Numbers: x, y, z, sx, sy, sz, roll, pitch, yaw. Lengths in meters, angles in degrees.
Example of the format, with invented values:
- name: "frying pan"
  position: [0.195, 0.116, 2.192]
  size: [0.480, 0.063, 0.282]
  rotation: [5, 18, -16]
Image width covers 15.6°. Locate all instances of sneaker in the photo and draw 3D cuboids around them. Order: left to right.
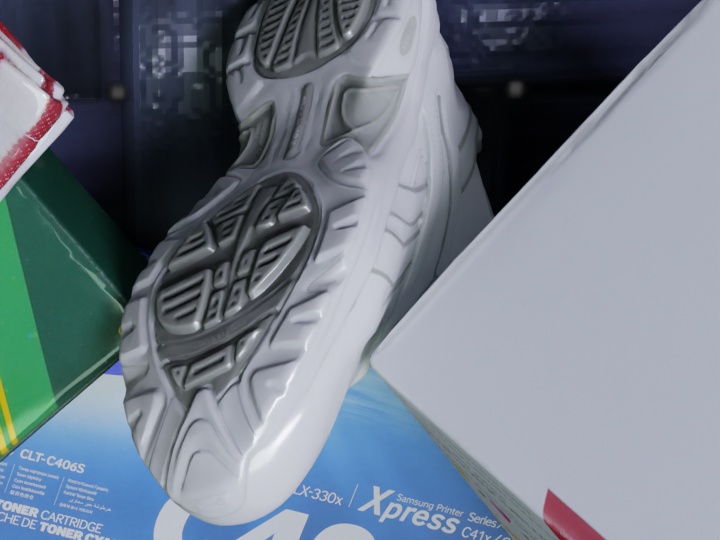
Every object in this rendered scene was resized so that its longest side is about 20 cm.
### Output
- name: "sneaker"
  position: [0.000, 0.000, 0.744]
  size: [0.078, 0.200, 0.099]
  rotation: [-12, 132, 34]

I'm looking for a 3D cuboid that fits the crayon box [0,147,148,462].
- name: "crayon box"
  position: [-0.185, 0.010, 0.758]
  size: [0.200, 0.058, 0.173]
  rotation: [-40, 95, 10]

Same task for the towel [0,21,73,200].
- name: "towel"
  position: [-0.194, -0.060, 0.708]
  size: [0.200, 0.023, 0.144]
  rotation: [42, 101, -1]

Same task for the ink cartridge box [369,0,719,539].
- name: "ink cartridge box"
  position: [0.124, 0.052, 0.743]
  size: [0.145, 0.145, 0.200]
  rotation: [-47, 150, -5]

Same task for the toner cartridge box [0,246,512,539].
- name: "toner cartridge box"
  position: [-0.032, 0.056, 0.839]
  size: [0.199, 0.043, 0.095]
  rotation: [15, 110, -15]
